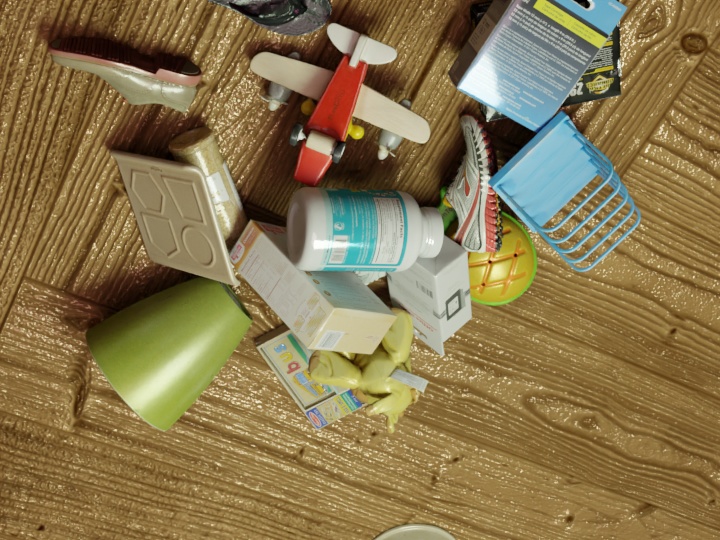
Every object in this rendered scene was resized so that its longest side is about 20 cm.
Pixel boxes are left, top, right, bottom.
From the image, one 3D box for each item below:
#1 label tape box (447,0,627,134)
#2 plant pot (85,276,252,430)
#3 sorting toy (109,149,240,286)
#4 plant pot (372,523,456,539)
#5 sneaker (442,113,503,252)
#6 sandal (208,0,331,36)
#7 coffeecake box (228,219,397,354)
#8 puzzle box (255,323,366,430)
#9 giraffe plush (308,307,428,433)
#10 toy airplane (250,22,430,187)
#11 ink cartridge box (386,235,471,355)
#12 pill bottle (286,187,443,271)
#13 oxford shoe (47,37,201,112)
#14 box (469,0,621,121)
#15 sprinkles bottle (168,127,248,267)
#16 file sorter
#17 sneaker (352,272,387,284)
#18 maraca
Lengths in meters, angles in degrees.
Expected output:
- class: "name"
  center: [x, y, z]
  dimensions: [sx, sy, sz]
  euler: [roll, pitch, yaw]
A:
- class: "label tape box"
  center: [0.231, -0.302, 1.343]
  dimensions: [0.143, 0.066, 0.200]
  euler: [25, 112, -21]
- class: "plant pot"
  center: [-0.266, 0.100, 1.500]
  dimensions: [0.200, 0.187, 0.187]
  euler: [-38, 118, 0]
- class: "sorting toy"
  center: [-0.255, -0.077, 1.422]
  dimensions: [0.036, 0.185, 0.201]
  euler: [-42, 131, -35]
- class: "plant pot"
  center: [0.105, 0.592, 1.822]
  dimensions: [0.200, 0.184, 0.201]
  euler: [-3, 120, -6]
- class: "sneaker"
  center: [0.154, -0.124, 1.447]
  dimensions: [0.082, 0.078, 0.201]
  euler: [-4, 85, 16]
- class: "sandal"
  center: [-0.135, -0.354, 1.327]
  dimensions: [0.200, 0.048, 0.076]
  euler: [14, 117, -14]
- class: "coffeecake box"
  center: [-0.069, 0.024, 1.434]
  dimensions: [0.153, 0.200, 0.073]
  euler: [11, 119, -54]
- class: "puzzle box"
  center: [-0.064, 0.158, 1.643]
  dimensions: [0.133, 0.025, 0.200]
  euler: [-28, 119, 9]
- class: "giraffe plush"
  center: [0.031, 0.158, 1.574]
  dimensions: [0.173, 0.200, 0.162]
  euler: [-45, 153, -12]
- class: "toy airplane"
  center: [-0.029, -0.230, 1.379]
  dimensions: [0.199, 0.141, 0.201]
  euler: [-23, 84, -6]
- class: "ink cartridge box"
  center: [0.101, 0.023, 1.512]
  dimensions: [0.067, 0.116, 0.200]
  euler: [-39, 146, -21]
- class: "pill bottle"
  center: [0.008, -0.054, 1.368]
  dimensions: [0.199, 0.111, 0.111]
  euler: [1, 120, -21]
- class: "oxford shoe"
  center: [-0.316, -0.255, 1.349]
  dimensions: [0.199, 0.071, 0.075]
  euler: [13, 123, -13]
- class: "box"
  center: [0.258, -0.305, 1.409]
  dimensions: [0.199, 0.049, 0.160]
  euler: [-12, 123, -1]
- class: "sprinkles bottle"
  center: [-0.207, -0.102, 1.451]
  dimensions: [0.068, 0.068, 0.201]
  euler: [-18, 120, 3]
- class: "file sorter"
  center: [0.296, -0.100, 1.428]
  dimensions: [0.139, 0.123, 0.200]
  euler: [-43, 150, 8]
- class: "sneaker"
  center: [0.000, 0.000, 1.537]
  dimensions: [0.080, 0.071, 0.200]
  euler: [20, 123, -41]
- class: "maraca"
  center: [0.175, -0.037, 1.521]
  dimensions: [0.137, 0.107, 0.200]
  euler: [-44, 96, 6]
